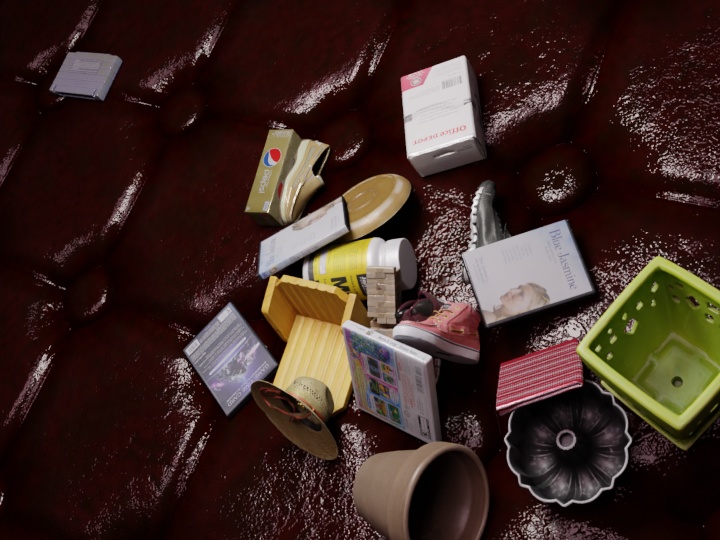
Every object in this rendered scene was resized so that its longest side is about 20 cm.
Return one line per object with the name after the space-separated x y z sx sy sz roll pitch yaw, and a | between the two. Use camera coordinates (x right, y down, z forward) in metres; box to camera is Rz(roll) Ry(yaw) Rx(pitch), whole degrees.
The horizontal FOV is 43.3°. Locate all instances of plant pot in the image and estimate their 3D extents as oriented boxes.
0.007 -0.129 1.779 0.198 0.028 0.201 -27 26 14 | plant pot
0.469 0.137 1.357 0.200 0.182 0.199 -46 54 -5 | plant pot
0.084 0.366 1.470 0.173 0.199 0.202 3 66 49 | plant pot

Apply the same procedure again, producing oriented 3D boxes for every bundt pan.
0.333 0.277 1.430 0.199 0.076 0.204 -12 60 22 | bundt pan

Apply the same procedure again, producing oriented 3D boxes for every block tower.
0.044 0.090 1.632 0.053 0.058 0.203 1 100 14 | block tower

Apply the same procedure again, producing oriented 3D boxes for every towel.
0.289 0.169 1.458 0.143 0.200 0.023 -22 99 16 | towel

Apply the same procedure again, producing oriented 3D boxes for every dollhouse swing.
-0.098 0.141 1.684 0.198 0.182 0.177 13 62 32 | dollhouse swing

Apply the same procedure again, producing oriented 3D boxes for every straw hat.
-0.095 0.239 1.630 0.199 0.203 0.085 19 53 34 | straw hat

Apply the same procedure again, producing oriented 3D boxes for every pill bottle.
0.000 0.000 1.722 0.197 0.114 0.116 -9 62 25 | pill bottle

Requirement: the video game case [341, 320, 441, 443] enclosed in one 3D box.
0.055 0.194 1.556 0.181 0.202 0.024 22 47 35 | video game case

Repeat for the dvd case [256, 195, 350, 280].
-0.112 -0.065 1.756 0.198 0.018 0.143 -29 27 10 | dvd case

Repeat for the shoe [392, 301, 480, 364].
0.133 0.095 1.553 0.071 0.199 0.092 -11 66 46 | shoe

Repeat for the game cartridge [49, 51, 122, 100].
-0.732 -0.520 2.423 0.198 0.038 0.131 12 69 32 | game cartridge

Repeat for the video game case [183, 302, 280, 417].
-0.263 0.178 1.835 0.143 0.019 0.200 -45 55 2 | video game case

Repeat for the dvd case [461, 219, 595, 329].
0.289 0.006 1.571 0.197 0.018 0.144 -18 68 1 | dvd case

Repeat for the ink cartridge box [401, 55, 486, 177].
0.165 -0.304 1.804 0.144 0.085 0.202 -15 58 21 | ink cartridge box

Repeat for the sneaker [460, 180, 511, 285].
0.243 -0.068 1.659 0.089 0.066 0.203 3 72 26 | sneaker

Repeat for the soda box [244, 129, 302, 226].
-0.180 -0.199 1.946 0.063 0.068 0.203 4 69 30 | soda box

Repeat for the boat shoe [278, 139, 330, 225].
-0.112 -0.187 1.907 0.075 0.072 0.203 8 70 18 | boat shoe

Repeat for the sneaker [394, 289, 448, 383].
0.092 0.127 1.601 0.075 0.115 0.202 -7 56 49 | sneaker
